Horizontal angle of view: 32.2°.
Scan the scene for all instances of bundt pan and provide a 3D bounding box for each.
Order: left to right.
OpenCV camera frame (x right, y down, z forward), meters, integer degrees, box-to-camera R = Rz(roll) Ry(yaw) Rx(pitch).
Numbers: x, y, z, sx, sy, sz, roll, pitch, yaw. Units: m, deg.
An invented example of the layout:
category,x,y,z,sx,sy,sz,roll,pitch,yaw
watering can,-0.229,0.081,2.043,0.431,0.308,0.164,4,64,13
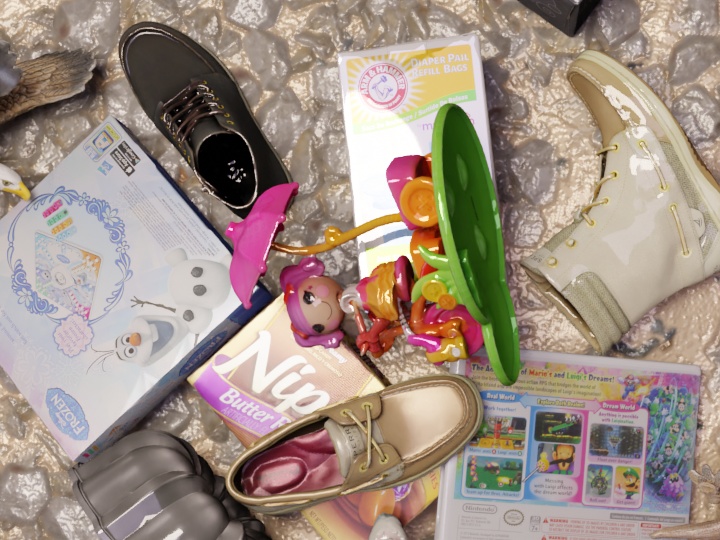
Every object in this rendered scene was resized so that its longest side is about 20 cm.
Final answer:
category,x,y,z,sx,sy,sz,roll,pitch,yaw
bundt pan,-0.121,0.196,0.924,0.076,0.202,0.202,-42,83,-6

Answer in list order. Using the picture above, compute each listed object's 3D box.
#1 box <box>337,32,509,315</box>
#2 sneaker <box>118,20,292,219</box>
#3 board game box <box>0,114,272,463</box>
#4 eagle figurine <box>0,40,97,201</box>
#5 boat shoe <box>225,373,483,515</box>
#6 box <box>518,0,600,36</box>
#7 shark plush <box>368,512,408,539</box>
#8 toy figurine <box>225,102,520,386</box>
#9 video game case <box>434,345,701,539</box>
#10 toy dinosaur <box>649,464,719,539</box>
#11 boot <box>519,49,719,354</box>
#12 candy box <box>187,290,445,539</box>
category,x,y,z,sx,sy,sz,roll,pitch,yaw
box,0.049,-0.070,0.963,0.112,0.101,0.201,-6,87,6
sneaker,-0.128,-0.127,0.983,0.075,0.106,0.200,-41,84,3
board game box,-0.207,0.014,0.999,0.199,0.043,0.200,-42,72,2
eagle figurine,-0.316,-0.113,0.989,0.151,0.152,0.200,21,109,-28
boat shoe,-0.006,0.131,0.910,0.200,0.066,0.074,-26,76,10
box,0.176,-0.303,0.959,0.122,0.106,0.200,36,92,7
shark plush,0.034,0.285,0.944,0.091,0.083,0.201,-18,119,-9
toy figurine,0.000,0.000,0.870,0.183,0.150,0.201,-11,111,19
video game case,0.159,0.155,0.951,0.199,0.024,0.183,6,87,-11
toy dinosaur,0.313,0.148,0.929,0.086,0.135,0.200,46,112,19
boot,0.183,-0.054,0.958,0.154,0.072,0.200,-35,88,-2
candy box,-0.027,0.120,0.985,0.117,0.056,0.200,-41,85,3
